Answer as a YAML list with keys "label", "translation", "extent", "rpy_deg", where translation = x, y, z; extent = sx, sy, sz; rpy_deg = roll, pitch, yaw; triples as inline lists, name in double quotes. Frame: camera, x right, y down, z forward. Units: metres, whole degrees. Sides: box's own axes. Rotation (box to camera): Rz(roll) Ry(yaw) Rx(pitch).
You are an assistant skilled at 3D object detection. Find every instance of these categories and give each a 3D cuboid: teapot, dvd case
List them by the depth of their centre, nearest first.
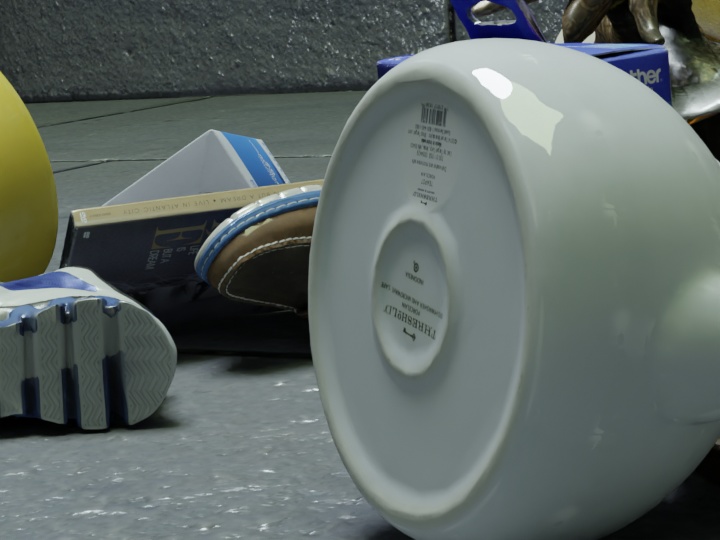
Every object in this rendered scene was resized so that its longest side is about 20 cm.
- label: "teapot"
  translation: [0.078, 0.010, 0.707]
  extent: [0.145, 0.201, 0.198]
  rpy_deg: [0, -35, -29]
- label: "dvd case"
  translation: [-0.081, -0.007, 1.143]
  extent: [0.199, 0.016, 0.149]
  rpy_deg: [-8, -25, -19]

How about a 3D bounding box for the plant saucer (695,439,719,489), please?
- label: "plant saucer"
  translation: [0.215, 0.064, 0.759]
  extent: [0.199, 0.032, 0.200]
  rpy_deg: [-5, 9, 1]

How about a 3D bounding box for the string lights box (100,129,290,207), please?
- label: "string lights box"
  translation: [-0.105, -0.038, 1.268]
  extent: [0.103, 0.059, 0.200]
  rpy_deg: [-34, -1, 6]

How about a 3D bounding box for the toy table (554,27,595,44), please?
- label: "toy table"
  translation: [0.129, -0.084, 1.312]
  extent: [0.117, 0.185, 0.200]
  rpy_deg: [-13, -2, 19]

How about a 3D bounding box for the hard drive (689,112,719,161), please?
- label: "hard drive"
  translation: [0.271, -0.072, 1.010]
  extent: [0.139, 0.038, 0.200]
  rpy_deg: [9, -21, -35]

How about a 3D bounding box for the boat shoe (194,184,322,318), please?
- label: "boat shoe"
  translation: [0.000, 0.000, 1.087]
  extent: [0.199, 0.072, 0.073]
  rpy_deg: [-4, 51, -40]

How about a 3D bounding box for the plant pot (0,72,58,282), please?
- label: "plant pot"
  translation: [-0.316, -0.030, 1.156]
  extent: [0.200, 0.202, 0.189]
  rpy_deg: [2, 27, 37]

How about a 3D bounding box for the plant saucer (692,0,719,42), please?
- label: "plant saucer"
  translation: [0.271, -0.134, 1.244]
  extent: [0.200, 0.049, 0.200]
  rpy_deg: [30, -4, 33]

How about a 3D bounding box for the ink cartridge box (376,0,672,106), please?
- label: "ink cartridge box"
  translation: [0.078, -0.034, 0.894]
  extent: [0.076, 0.201, 0.136]
  rpy_deg: [-10, 10, -33]

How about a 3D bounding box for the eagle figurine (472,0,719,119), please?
- label: "eagle figurine"
  translation: [0.147, -0.117, 1.030]
  extent: [0.151, 0.152, 0.200]
  rpy_deg: [10, -24, 13]

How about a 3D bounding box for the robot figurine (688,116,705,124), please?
- label: "robot figurine"
  translation: [0.262, -0.078, 1.140]
  extent: [0.144, 0.058, 0.200]
  rpy_deg: [14, -34, -25]

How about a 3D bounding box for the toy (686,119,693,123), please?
- label: "toy"
  translation: [0.237, -0.069, 1.338]
  extent: [0.047, 0.116, 0.200]
  rpy_deg: [9, 11, 11]

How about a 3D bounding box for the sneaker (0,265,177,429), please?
- label: "sneaker"
  translation: [-0.187, 0.040, 0.985]
  extent: [0.198, 0.081, 0.115]
  rpy_deg: [3, 6, 2]
